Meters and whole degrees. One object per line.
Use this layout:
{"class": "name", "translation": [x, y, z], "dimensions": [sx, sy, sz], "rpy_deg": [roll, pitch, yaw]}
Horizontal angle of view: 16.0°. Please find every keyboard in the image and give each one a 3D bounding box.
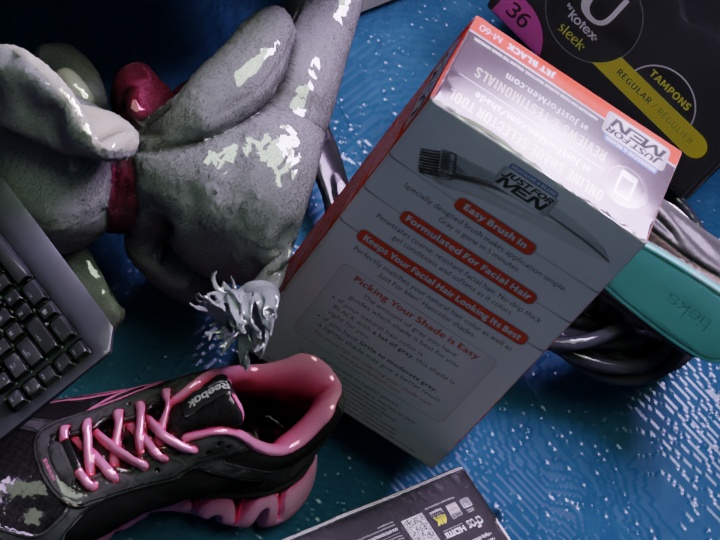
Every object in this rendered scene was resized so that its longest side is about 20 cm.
{"class": "keyboard", "translation": [-0.206, -0.005, 1.087], "dimensions": [0.127, 0.021, 0.200], "rpy_deg": [-40, 73, 0]}

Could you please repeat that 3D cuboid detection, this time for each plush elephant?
{"class": "plush elephant", "translation": [-0.100, -0.049, 1.142], "dimensions": [0.154, 0.165, 0.201], "rpy_deg": [17, 40, -5]}

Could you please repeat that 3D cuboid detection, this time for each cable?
{"class": "cable", "translation": [0.112, -0.015, 1.306], "dimensions": [0.199, 0.051, 0.164], "rpy_deg": [26, 38, -22]}

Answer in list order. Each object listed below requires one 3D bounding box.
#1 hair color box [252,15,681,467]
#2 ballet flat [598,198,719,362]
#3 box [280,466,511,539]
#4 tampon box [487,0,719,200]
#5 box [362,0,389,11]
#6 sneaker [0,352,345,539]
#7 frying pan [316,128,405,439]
{"class": "hair color box", "translation": [0.041, -0.008, 1.135], "dimensions": [0.111, 0.200, 0.064], "rpy_deg": [33, 49, -6]}
{"class": "ballet flat", "translation": [0.113, -0.027, 1.246], "dimensions": [0.200, 0.068, 0.069], "rpy_deg": [38, 30, -18]}
{"class": "box", "translation": [0.020, 0.182, 1.104], "dimensions": [0.199, 0.049, 0.160], "rpy_deg": [-17, 71, -53]}
{"class": "tampon box", "translation": [0.190, -0.159, 1.385], "dimensions": [0.150, 0.126, 0.200], "rpy_deg": [44, 34, 4]}
{"class": "box", "translation": [0.038, -0.214, 1.393], "dimensions": [0.199, 0.078, 0.095], "rpy_deg": [-27, 74, -40]}
{"class": "sneaker", "translation": [-0.092, 0.074, 1.110], "dimensions": [0.199, 0.095, 0.079], "rpy_deg": [-11, 68, -34]}
{"class": "frying pan", "translation": [-0.010, 0.008, 1.245], "dimensions": [0.115, 0.031, 0.190], "rpy_deg": [-30, 75, -42]}
